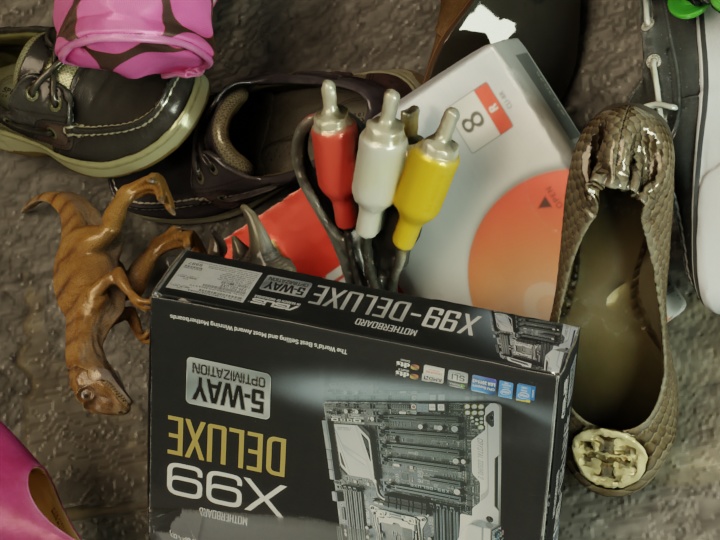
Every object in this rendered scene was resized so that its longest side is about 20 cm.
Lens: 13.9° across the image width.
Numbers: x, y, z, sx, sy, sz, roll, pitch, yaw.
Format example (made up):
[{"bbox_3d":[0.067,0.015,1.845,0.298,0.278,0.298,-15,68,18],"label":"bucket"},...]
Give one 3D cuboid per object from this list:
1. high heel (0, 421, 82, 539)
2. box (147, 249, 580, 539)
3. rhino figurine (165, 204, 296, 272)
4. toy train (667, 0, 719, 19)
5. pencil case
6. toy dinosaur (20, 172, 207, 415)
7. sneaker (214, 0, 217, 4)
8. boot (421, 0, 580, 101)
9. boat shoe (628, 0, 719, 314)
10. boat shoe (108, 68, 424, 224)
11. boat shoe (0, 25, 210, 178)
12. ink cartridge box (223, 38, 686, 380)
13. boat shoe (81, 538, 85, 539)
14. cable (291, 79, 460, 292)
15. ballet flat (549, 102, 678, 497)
[{"bbox_3d":[-0.133,0.136,1.504,0.096,0.067,0.200,-35,60,8],"label":"high heel"},{"bbox_3d":[-0.002,0.084,1.412,0.200,0.050,0.158,12,122,12],"label":"box"},{"bbox_3d":[-0.067,0.056,1.495,0.087,0.060,0.200,24,124,30],"label":"rhino figurine"},{"bbox_3d":[0.156,-0.152,1.394,0.056,0.042,0.200,-46,48,-11],"label":"toy train"},{"bbox_3d":[-0.107,-0.193,1.516,0.091,0.094,0.200,-7,71,32],"label":"pencil case"},{"bbox_3d":[-0.141,-0.011,1.563,0.106,0.060,0.200,-28,40,11],"label":"toy dinosaur"},{"bbox_3d":[-0.125,-0.216,1.614,0.081,0.088,0.200,-6,76,30],"label":"sneaker"},{"bbox_3d":[0.069,-0.136,1.506,0.075,0.074,0.200,27,100,63],"label":"boot"},{"bbox_3d":[0.158,-0.072,1.417,0.068,0.074,0.199,-8,75,25],"label":"boat shoe"},{"bbox_3d":[-0.057,-0.071,1.554,0.200,0.065,0.072,-9,78,31],"label":"boat shoe"},{"bbox_3d":[-0.162,-0.098,1.591,0.201,0.066,0.072,9,65,51],"label":"boat shoe"},{"bbox_3d":[0.036,0.003,1.458,0.200,0.050,0.162,-33,86,18],"label":"ink cartridge box"},{"bbox_3d":[-0.161,0.241,1.553,0.062,0.072,0.200,-23,57,37],"label":"boat shoe"},{"bbox_3d":[0.000,0.000,1.435,0.097,0.050,0.200,16,113,26],"label":"cable"},{"bbox_3d":[0.119,0.020,1.377,0.067,0.046,0.200,6,114,8],"label":"ballet flat"}]
